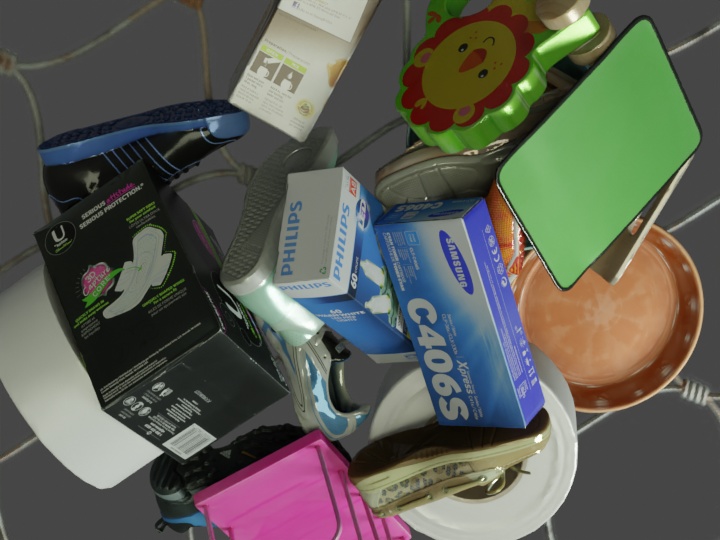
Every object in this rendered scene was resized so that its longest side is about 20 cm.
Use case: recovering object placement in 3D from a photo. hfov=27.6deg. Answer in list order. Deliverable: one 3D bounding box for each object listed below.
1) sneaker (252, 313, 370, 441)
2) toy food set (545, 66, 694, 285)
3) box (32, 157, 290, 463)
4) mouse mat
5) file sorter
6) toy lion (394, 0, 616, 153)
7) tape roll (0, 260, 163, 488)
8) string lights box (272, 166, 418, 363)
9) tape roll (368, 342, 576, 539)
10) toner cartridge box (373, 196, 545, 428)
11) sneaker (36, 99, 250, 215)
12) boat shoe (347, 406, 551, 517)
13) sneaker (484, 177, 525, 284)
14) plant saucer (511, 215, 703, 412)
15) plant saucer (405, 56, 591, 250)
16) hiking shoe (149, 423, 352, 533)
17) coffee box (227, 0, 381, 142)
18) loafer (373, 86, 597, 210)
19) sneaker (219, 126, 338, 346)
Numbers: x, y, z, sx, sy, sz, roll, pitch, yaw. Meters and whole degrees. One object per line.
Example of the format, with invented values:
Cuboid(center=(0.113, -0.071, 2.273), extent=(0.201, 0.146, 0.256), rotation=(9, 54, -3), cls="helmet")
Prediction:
Cuboid(center=(-0.052, 0.061, 1.371), extent=(0.072, 0.072, 0.202), rotation=(-24, 92, 16), cls="sneaker")
Cuboid(center=(0.181, -0.095, 1.323), extent=(0.198, 0.060, 0.145), rotation=(28, 102, -9), cls="toy food set")
Cuboid(center=(-0.174, 0.037, 1.282), extent=(0.123, 0.201, 0.149), rotation=(-32, 147, 6), cls="box")
Cuboid(center=(0.207, -0.097, 1.247), extent=(0.200, 0.008, 0.161), rotation=(-45, 130, -11), cls="mouse mat")
Cuboid(center=(-0.040, 0.276, 1.379), extent=(0.138, 0.126, 0.200), rotation=(-28, 134, 10), cls="file sorter")
Cuboid(center=(0.109, -0.198, 1.264), extent=(0.191, 0.201, 0.069), rotation=(-34, 132, 14), cls="toy lion")
Cuboid(center=(-0.249, 0.091, 1.313), extent=(0.070, 0.203, 0.203), rotation=(-34, 107, 7), cls="tape roll")
Cuboid(center=(0.000, 0.000, 1.289), extent=(0.058, 0.200, 0.104), rotation=(-4, 66, 27), cls="string lights box")
Cuboid(center=(0.107, 0.159, 1.406), extent=(0.199, 0.071, 0.205), rotation=(2, 112, 6), cls="tape roll")
Cuboid(center=(0.087, 0.039, 1.270), extent=(0.094, 0.043, 0.202), rotation=(-4, 115, 37), cls="toner cartridge box")
Cuboid(center=(-0.190, -0.100, 1.332), extent=(0.197, 0.070, 0.079), rotation=(-12, 112, 5), cls="sneaker")
Cuboid(center=(0.087, 0.172, 1.334), extent=(0.198, 0.074, 0.063), rotation=(-17, 115, 24), cls="boat shoe")
Cuboid(center=(0.106, -0.021, 1.298), extent=(0.076, 0.074, 0.201), rotation=(11, 147, 0), cls="sneaker")
Cuboid(center=(0.233, 0.039, 1.427), extent=(0.197, 0.032, 0.203), rotation=(-1, 108, -4), cls="plant saucer")
Cuboid(center=(0.139, -0.120, 1.364), extent=(0.197, 0.036, 0.203), rotation=(0, 105, -2), cls="plant saucer")
Cuboid(center=(-0.106, 0.206, 1.438), extent=(0.197, 0.075, 0.087), rotation=(-5, 132, -5), cls="hiking shoe")
Cuboid(center=(-0.037, -0.226, 1.279), extent=(0.079, 0.115, 0.202), rotation=(27, 103, -12), cls="coffee box")
Cuboid(center=(0.105, -0.105, 1.279), extent=(0.197, 0.064, 0.072), rotation=(-15, 146, 11), cls="loafer")
Cuboid(center=(-0.052, -0.028, 1.332), extent=(0.073, 0.202, 0.118), rotation=(-6, 137, 37), cls="sneaker")
